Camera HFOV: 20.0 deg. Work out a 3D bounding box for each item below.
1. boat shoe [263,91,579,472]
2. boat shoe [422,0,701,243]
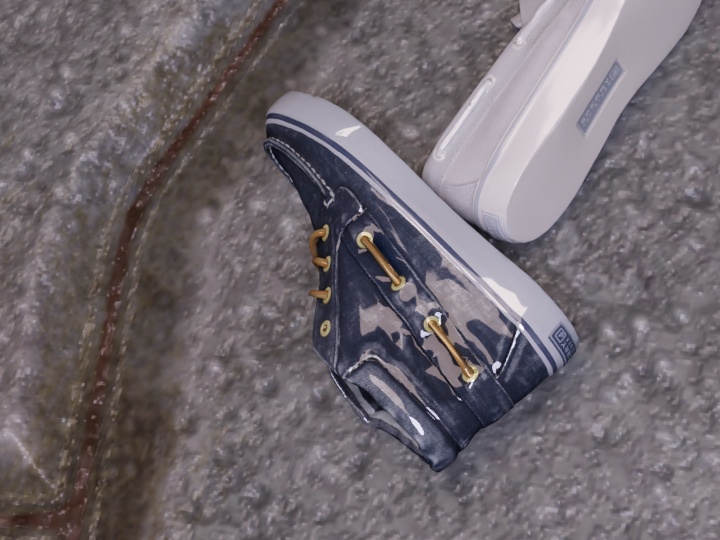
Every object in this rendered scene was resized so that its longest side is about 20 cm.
[{"bbox_3d":[0.000,0.000,0.925,0.091,0.071,0.200,-42,58,-9],"label":"boat shoe"},{"bbox_3d":[0.099,-0.107,0.953,0.068,0.072,0.201,27,84,32],"label":"boat shoe"}]
